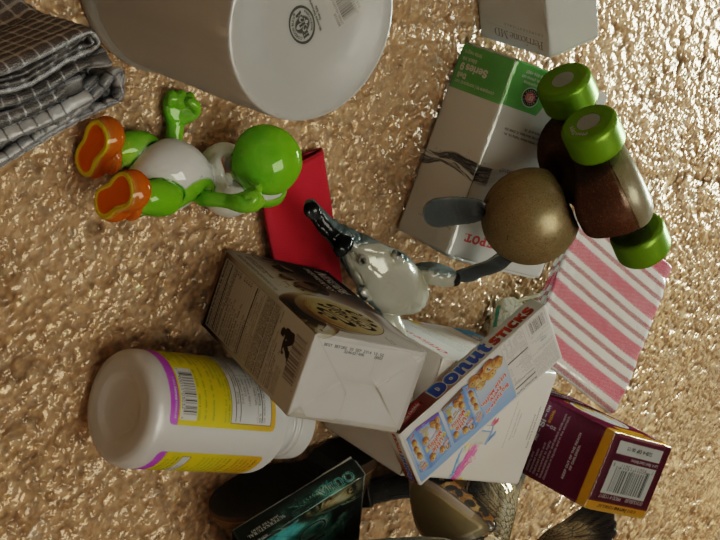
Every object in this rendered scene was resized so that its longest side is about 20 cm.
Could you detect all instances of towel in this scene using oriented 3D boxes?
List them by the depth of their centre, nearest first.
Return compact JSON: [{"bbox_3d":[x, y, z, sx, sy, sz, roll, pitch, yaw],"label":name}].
[{"bbox_3d":[-0.290,-0.129,1.186,0.200,0.165,0.086,-33,122,-27],"label":"towel"},{"bbox_3d":[0.254,0.035,1.779,0.146,0.030,0.200,38,63,-26],"label":"towel"}]

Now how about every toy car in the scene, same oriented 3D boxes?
[{"bbox_3d":[0.163,-0.065,1.558,0.200,0.158,0.164,-26,126,6],"label":"toy car"}]

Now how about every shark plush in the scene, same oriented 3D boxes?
[{"bbox_3d":[0.000,0.000,1.547,0.200,0.083,0.091,25,101,-45],"label":"shark plush"}]

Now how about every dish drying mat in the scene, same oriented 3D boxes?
[{"bbox_3d":[-0.053,-0.012,1.557,0.077,0.018,0.200,-28,125,-31],"label":"dish drying mat"}]

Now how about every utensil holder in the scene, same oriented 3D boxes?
[{"bbox_3d":[-0.098,-0.216,1.293,0.170,0.200,0.170,-19,121,-34],"label":"utensil holder"}]

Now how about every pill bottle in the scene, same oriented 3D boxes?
[{"bbox_3d":[-0.136,0.128,1.484,0.200,0.104,0.104,10,102,-44],"label":"pill bottle"}]

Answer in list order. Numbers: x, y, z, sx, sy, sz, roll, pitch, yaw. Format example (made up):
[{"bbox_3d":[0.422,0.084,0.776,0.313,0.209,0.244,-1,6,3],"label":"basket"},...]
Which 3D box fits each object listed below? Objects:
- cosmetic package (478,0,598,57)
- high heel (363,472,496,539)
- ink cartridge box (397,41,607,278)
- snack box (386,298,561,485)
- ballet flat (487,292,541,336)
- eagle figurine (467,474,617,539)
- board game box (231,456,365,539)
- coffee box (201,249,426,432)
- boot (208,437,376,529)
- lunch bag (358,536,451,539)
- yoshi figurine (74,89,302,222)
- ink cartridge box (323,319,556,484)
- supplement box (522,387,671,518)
[{"bbox_3d":[0.161,-0.310,1.556,0.074,0.102,0.200,-26,124,-30],"label":"cosmetic package"},{"bbox_3d":[0.106,0.224,1.685,0.142,0.200,0.072,-11,102,-36],"label":"high heel"},{"bbox_3d":[0.140,-0.106,1.640,0.146,0.084,0.200,14,100,-44],"label":"ink cartridge box"},{"bbox_3d":[0.110,0.114,1.575,0.200,0.024,0.072,-39,131,-22],"label":"snack box"},{"bbox_3d":[0.215,0.056,1.801,0.200,0.072,0.072,5,105,-45],"label":"ballet flat"},{"bbox_3d":[0.167,0.316,1.836,0.152,0.151,0.200,22,104,-35],"label":"eagle figurine"},{"bbox_3d":[-0.059,0.264,1.599,0.135,0.028,0.200,-30,154,-19],"label":"board game box"},{"bbox_3d":[-0.045,0.060,1.452,0.113,0.200,0.080,12,104,-30],"label":"coffee box"},{"bbox_3d":[-0.064,0.228,1.623,0.200,0.074,0.076,-14,124,-41],"label":"boot"},{"bbox_3d":[0.015,0.311,1.561,0.164,0.200,0.118,32,57,-65],"label":"lunch bag"},{"bbox_3d":[-0.128,-0.091,1.392,0.200,0.112,0.113,-1,103,-45],"label":"yoshi figurine"},{"bbox_3d":[0.070,0.127,1.654,0.200,0.128,0.125,11,101,-43],"label":"ink cartridge box"},{"bbox_3d":[0.210,0.179,1.752,0.110,0.200,0.086,19,95,-45],"label":"supplement box"}]
